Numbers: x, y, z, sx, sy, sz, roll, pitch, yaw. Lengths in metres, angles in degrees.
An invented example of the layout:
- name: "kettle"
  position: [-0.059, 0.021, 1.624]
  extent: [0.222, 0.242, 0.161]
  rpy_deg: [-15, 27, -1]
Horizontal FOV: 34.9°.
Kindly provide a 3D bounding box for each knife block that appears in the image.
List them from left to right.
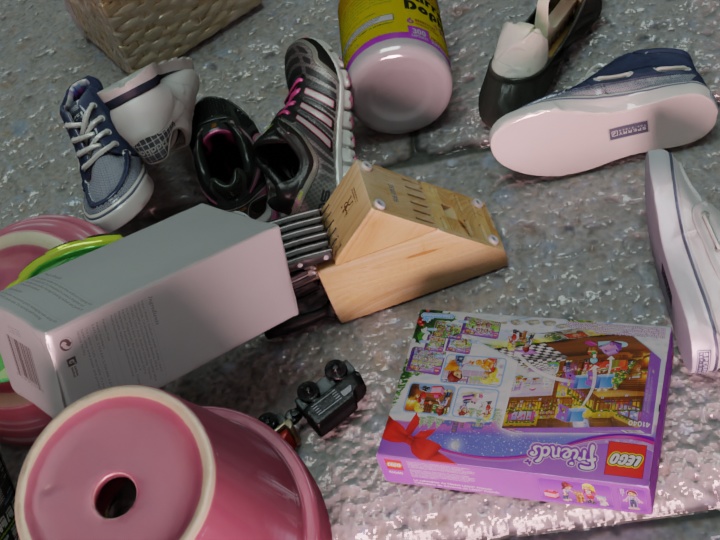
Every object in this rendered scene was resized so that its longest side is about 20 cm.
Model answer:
- name: "knife block"
  position: [0.000, 0.000, 0.974]
  extent: [0.198, 0.176, 0.064]
  rpy_deg: [15, 39, -29]

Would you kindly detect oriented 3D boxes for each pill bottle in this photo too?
- name: "pill bottle"
  position: [0.030, -0.236, 1.132]
  extent: [0.103, 0.105, 0.201]
  rpy_deg: [-13, 47, 8]

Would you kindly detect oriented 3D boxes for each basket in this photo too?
- name: "basket"
  position: [-0.237, -0.355, 1.273]
  extent: [0.199, 0.199, 0.161]
  rpy_deg: [-36, 52, -15]

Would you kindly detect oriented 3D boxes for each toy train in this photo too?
- name: "toy train"
  position: [-0.075, 0.143, 0.882]
  extent: [0.199, 0.034, 0.046]
  rpy_deg: [-38, 59, -14]

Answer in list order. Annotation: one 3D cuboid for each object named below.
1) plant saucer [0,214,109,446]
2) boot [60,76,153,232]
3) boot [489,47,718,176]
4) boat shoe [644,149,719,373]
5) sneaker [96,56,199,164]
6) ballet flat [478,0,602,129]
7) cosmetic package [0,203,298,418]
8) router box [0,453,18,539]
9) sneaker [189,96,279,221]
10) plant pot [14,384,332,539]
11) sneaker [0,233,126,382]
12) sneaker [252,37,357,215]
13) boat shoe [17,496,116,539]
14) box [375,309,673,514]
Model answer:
- name: "plant saucer"
  position: [-0.281, 0.046, 0.975]
  extent: [0.198, 0.051, 0.203]
  rpy_deg: [-4, 74, 16]
- name: "boot"
  position: [-0.251, -0.113, 1.086]
  extent: [0.072, 0.091, 0.200]
  rpy_deg: [-32, 29, 4]
- name: "boot"
  position: [0.209, -0.144, 1.021]
  extent: [0.197, 0.073, 0.091]
  rpy_deg: [-7, 40, 2]
- name: "boat shoe"
  position: [0.263, -0.012, 0.882]
  extent: [0.065, 0.074, 0.202]
  rpy_deg: [-8, 57, 6]
- name: "sneaker"
  position: [-0.191, -0.152, 1.090]
  extent: [0.076, 0.081, 0.200]
  rpy_deg: [-27, 11, 14]
- name: "ballet flat"
  position: [0.167, -0.222, 1.097]
  extent: [0.067, 0.069, 0.201]
  rpy_deg: [18, 58, 31]
- name: "cosmetic package"
  position: [-0.158, 0.027, 0.843]
  extent: [0.199, 0.082, 0.112]
  rpy_deg: [-25, 27, -32]
- name: "router box"
  position: [-0.378, 0.162, 0.884]
  extent: [0.198, 0.151, 0.062]
  rpy_deg: [-11, 22, 11]
- name: "sneaker"
  position: [-0.126, -0.114, 1.091]
  extent: [0.080, 0.087, 0.201]
  rpy_deg: [-23, 45, -5]
- name: "plant pot"
  position: [-0.129, 0.168, 0.749]
  extent: [0.197, 0.180, 0.202]
  rpy_deg: [-5, 61, 9]
- name: "sneaker"
  position: [-0.253, 0.045, 0.910]
  extent: [0.199, 0.074, 0.084]
  rpy_deg: [-40, 87, 4]
- name: "sneaker"
  position: [-0.057, -0.131, 1.045]
  extent: [0.086, 0.074, 0.202]
  rpy_deg: [3, 65, -25]
- name: "boat shoe"
  position: [-0.214, 0.164, 0.883]
  extent: [0.072, 0.060, 0.203]
  rpy_deg: [-23, 46, 61]
- name: "box"
  position: [0.123, 0.099, 0.845]
  extent: [0.198, 0.039, 0.138]
  rpy_deg: [3, 50, 22]
